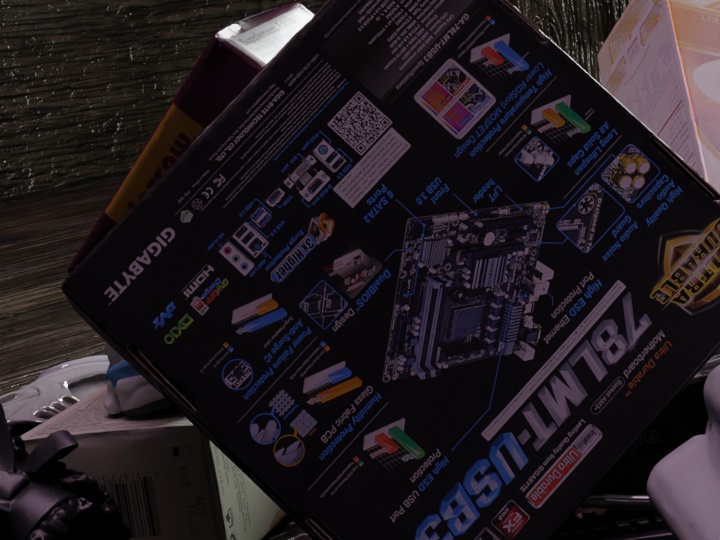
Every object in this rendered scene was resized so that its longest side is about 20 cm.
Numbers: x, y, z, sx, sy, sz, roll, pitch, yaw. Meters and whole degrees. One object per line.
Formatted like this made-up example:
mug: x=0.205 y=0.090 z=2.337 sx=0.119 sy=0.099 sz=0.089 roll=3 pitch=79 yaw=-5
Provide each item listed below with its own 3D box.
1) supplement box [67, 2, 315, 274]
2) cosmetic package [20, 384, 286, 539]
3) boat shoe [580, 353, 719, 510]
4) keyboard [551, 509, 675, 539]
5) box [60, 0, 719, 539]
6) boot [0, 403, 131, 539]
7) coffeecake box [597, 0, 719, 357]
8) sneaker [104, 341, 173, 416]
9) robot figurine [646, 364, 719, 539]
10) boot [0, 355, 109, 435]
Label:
supplement box: x=0.000 y=0.000 z=0.867 sx=0.199 sy=0.131 sz=0.103 roll=37 pitch=22 yaw=6
cosmetic package: x=-0.083 y=0.089 z=1.007 sx=0.104 sy=0.072 sz=0.200 roll=-6 pitch=8 yaw=18
boat shoe: x=0.164 y=0.068 z=0.849 sx=0.199 sy=0.073 sz=0.071 roll=-19 pitch=6 yaw=16
keyboard: x=0.141 y=0.109 z=0.836 sx=0.198 sy=0.021 sz=0.127 roll=-9 pitch=8 yaw=0
box: x=0.025 y=0.005 z=0.769 sx=0.200 sy=0.198 sz=0.050 roll=-47 pitch=-5 yaw=-8
boot: x=-0.159 y=0.114 z=0.798 sx=0.162 sy=0.199 sz=0.073 roll=25 pitch=54 yaw=24
coffeecake box: x=0.204 y=-0.041 z=0.951 sx=0.152 sy=0.073 sz=0.201 roll=13 pitch=45 yaw=-17
sneaker: x=-0.093 y=0.010 z=1.011 sx=0.074 sy=0.087 sz=0.200 roll=-10 pitch=7 yaw=-2
robot figurine: x=0.199 y=0.049 z=0.704 sx=0.199 sy=0.170 sz=0.113 roll=-34 pitch=44 yaw=2
boot: x=-0.162 y=0.095 z=1.043 sx=0.199 sy=0.074 sz=0.095 roll=-26 pitch=9 yaw=-37
